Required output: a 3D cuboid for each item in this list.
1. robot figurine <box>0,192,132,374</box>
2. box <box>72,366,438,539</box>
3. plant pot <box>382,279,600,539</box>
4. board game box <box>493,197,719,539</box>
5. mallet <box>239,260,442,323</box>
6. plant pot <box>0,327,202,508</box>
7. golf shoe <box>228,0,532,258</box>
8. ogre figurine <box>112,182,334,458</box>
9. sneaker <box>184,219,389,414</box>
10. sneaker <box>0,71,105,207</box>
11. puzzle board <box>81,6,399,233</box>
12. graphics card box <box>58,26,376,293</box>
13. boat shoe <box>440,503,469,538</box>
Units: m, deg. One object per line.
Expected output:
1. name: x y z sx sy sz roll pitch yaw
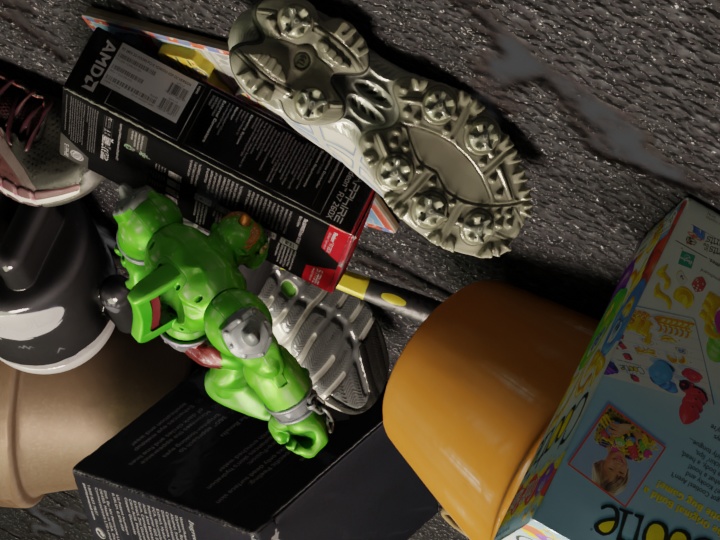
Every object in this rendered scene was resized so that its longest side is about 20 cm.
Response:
1. robot figurine: -0.250 -0.001 1.931 0.151 0.124 0.200 59 175 24
2. box: -0.080 0.171 1.975 0.199 0.196 0.118 14 128 39
3. plant pot: 0.119 0.106 1.583 0.183 0.200 0.200 36 168 31
4. board game box: 0.167 0.081 1.391 0.104 0.201 0.103 29 162 -2
5. mallet: 0.000 0.000 1.702 0.198 0.066 0.041 13 -176 -1
6. plant pot: -0.220 0.106 2.105 0.173 0.202 0.200 7 159 9
7. golf shoe: 0.010 -0.085 1.419 0.200 0.078 0.097 40 177 -15
8. ogre figurine: -0.094 0.022 1.564 0.120 0.097 0.201 73 176 -61
9. sneaker: -0.067 0.019 1.808 0.200 0.075 0.115 51 159 -28
10. sneaker: -0.258 -0.111 1.716 0.199 0.076 0.116 14 154 40
11. puzzle board: -0.074 -0.089 1.590 0.150 0.017 0.200 18 160 32
12. graphics card box: -0.089 -0.066 1.569 0.199 0.051 0.126 26 162 1
13. boat shoe: 0.134 0.205 1.724 0.200 0.063 0.073 44 154 -10
